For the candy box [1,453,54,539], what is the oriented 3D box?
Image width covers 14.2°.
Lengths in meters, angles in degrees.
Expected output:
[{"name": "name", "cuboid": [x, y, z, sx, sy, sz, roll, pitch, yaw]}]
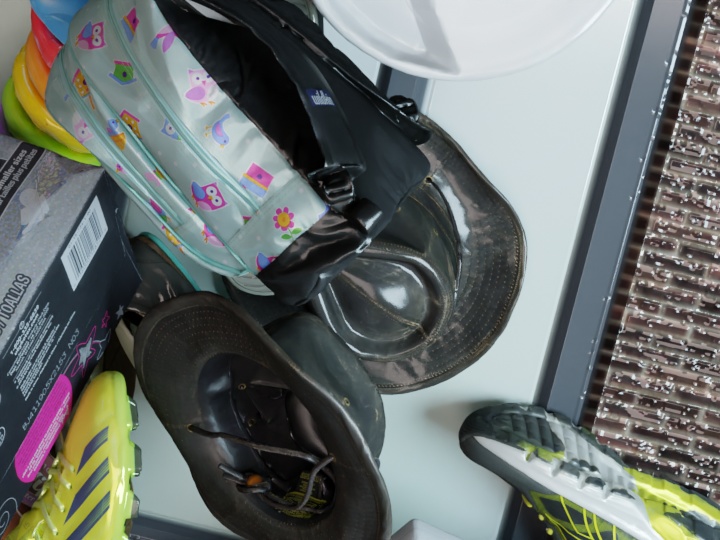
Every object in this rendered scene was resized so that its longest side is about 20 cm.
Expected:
[{"name": "candy box", "cuboid": [-0.249, 0.184, 1.825, 0.200, 0.057, 0.117, -30, 105, 39]}]

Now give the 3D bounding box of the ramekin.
[{"name": "ramekin", "cuboid": [0.057, -0.214, 1.627, 0.201, 0.094, 0.204, 0, 108, -1]}]

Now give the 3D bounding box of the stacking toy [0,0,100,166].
[{"name": "stacking toy", "cuboid": [-0.178, -0.094, 1.726, 0.116, 0.110, 0.200, 38, 127, -5]}]

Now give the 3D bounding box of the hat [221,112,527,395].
[{"name": "hat", "cuboid": [0.000, 0.000, 1.742, 0.199, 0.081, 0.202, 3, 114, 6]}]

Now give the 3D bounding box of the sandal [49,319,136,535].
[{"name": "sandal", "cuboid": [-0.181, 0.103, 1.819, 0.054, 0.080, 0.201, 13, 120, 24]}]

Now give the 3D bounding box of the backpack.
[{"name": "backpack", "cuboid": [-0.070, -0.083, 1.562, 0.200, 0.167, 0.127, 44, 109, -3]}]

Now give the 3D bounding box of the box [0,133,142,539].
[{"name": "box", "cuboid": [-0.229, 0.034, 1.668, 0.114, 0.201, 0.132, 18, 153, 17]}]

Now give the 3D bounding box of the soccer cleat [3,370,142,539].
[{"name": "soccer cleat", "cuboid": [-0.176, 0.156, 1.711, 0.083, 0.065, 0.201, 9, 102, -4]}]

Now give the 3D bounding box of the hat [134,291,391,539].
[{"name": "hat", "cuboid": [-0.037, 0.083, 1.696, 0.200, 0.081, 0.201, 31, 143, 27]}]

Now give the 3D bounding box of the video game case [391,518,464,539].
[{"name": "video game case", "cuboid": [0.038, 0.245, 1.819, 0.181, 0.023, 0.200, 26, 126, -32]}]

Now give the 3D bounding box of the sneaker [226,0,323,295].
[{"name": "sneaker", "cuboid": [-0.046, -0.092, 1.692, 0.074, 0.106, 0.201, 5, 110, 3]}]

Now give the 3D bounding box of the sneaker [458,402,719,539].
[{"name": "sneaker", "cuboid": [0.141, 0.158, 1.796, 0.199, 0.075, 0.085, 29, 114, -6]}]

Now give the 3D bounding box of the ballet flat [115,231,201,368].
[{"name": "ballet flat", "cuboid": [-0.092, 0.065, 1.786, 0.200, 0.068, 0.068, 44, 70, -6]}]
